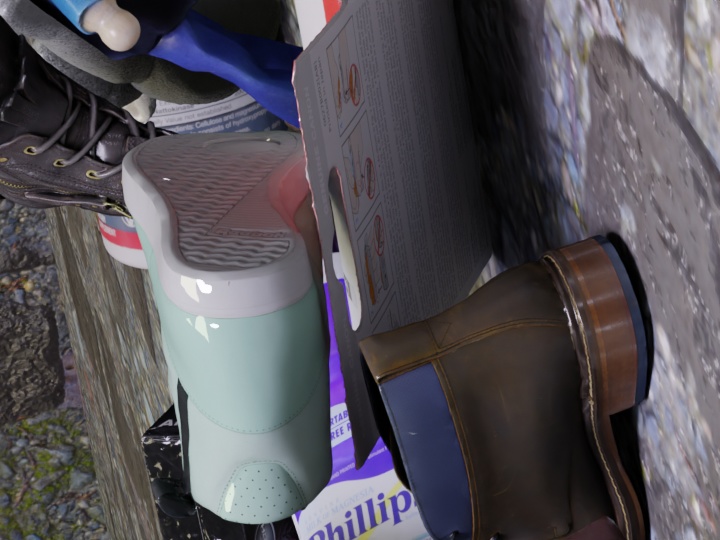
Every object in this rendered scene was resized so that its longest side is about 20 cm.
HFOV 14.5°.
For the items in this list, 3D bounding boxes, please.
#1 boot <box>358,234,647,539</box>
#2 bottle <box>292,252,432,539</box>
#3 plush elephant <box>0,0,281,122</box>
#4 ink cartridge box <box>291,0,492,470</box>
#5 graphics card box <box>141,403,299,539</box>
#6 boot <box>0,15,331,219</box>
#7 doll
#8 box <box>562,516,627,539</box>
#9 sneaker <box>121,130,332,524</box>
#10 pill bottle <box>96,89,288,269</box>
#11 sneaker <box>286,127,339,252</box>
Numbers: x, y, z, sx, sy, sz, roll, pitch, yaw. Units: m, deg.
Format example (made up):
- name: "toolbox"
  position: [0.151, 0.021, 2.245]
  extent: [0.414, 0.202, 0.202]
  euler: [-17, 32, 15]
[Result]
- name: "boot"
  position: [0.050, 0.072, 1.048]
  extent: [0.200, 0.097, 0.075]
  euler: [85, 164, -45]
- name: "bottle"
  position: [0.012, 0.088, 1.151]
  extent: [0.065, 0.083, 0.200]
  euler: [24, -139, -55]
- name: "plush elephant"
  position: [-0.107, -0.147, 1.392]
  extent: [0.200, 0.165, 0.155]
  euler: [42, 171, -36]
- name: "ink cartridge box"
  position: [-0.003, -0.038, 1.079]
  extent: [0.200, 0.050, 0.161]
  euler: [-53, -42, -59]
- name: "graphics card box"
  position: [-0.043, 0.100, 1.461]
  extent: [0.200, 0.051, 0.126]
  euler: [-44, -52, -60]
- name: "boot"
  position: [-0.093, -0.052, 1.177]
  extent: [0.200, 0.174, 0.069]
  euler: [69, -140, -76]
- name: "doll"
  position: [-0.098, -0.113, 1.167]
  extent: [0.048, 0.200, 0.136]
  euler: [-60, 25, 9]
- name: "box"
  position: [0.063, 0.225, 0.889]
  extent: [0.200, 0.166, 0.164]
  euler: [53, 161, 28]
- name: "sneaker"
  position: [-0.049, 0.020, 1.056]
  extent: [0.200, 0.074, 0.118]
  euler: [-98, 4, -69]
- name: "pill bottle"
  position: [-0.104, -0.112, 1.576]
  extent: [0.120, 0.119, 0.200]
  euler: [-128, 26, -67]
- name: "sneaker"
  position: [0.000, 0.000, 1.293]
  extent: [0.200, 0.081, 0.083]
  euler: [91, 154, -57]
